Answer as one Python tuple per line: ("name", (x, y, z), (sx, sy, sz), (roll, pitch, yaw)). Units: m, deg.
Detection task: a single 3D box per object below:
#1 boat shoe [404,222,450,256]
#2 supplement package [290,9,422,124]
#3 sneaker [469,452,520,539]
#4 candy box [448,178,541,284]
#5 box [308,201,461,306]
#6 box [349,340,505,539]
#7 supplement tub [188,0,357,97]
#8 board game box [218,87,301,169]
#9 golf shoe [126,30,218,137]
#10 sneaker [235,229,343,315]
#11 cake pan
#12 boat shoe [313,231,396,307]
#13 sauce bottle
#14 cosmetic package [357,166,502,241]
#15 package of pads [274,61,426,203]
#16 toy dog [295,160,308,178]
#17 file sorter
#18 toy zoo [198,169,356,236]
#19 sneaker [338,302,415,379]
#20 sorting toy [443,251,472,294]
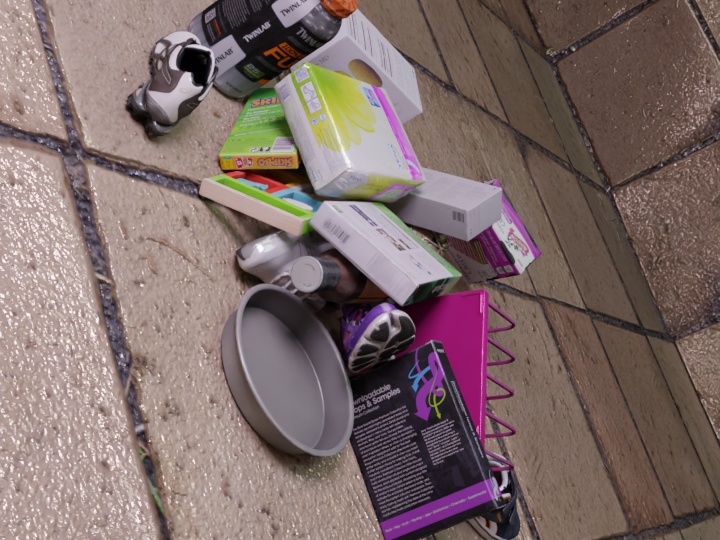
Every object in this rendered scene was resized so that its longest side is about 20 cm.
("boat shoe", (0.085, -0.039, 1.372), (0.072, 0.065, 0.200), (53, 26, -19))
("supplement package", (-0.009, -0.312, 1.581), (0.200, 0.114, 0.110), (37, 33, -40))
("sneaker", (0.178, 0.303, 1.356), (0.200, 0.079, 0.079), (43, 30, -39))
("candy box", (0.162, -0.051, 1.546), (0.061, 0.200, 0.137), (-40, 103, -30))
("box", (0.035, -0.024, 1.190), (0.144, 0.036, 0.200), (42, 17, 13))
("box", (0.064, 0.199, 1.160), (0.036, 0.143, 0.201), (10, 56, -63))
("supplement tub", (-0.110, -0.318, 1.284), (0.123, 0.200, 0.123), (43, 31, -34))
("board game box", (-0.109, -0.184, 1.280), (0.200, 0.095, 0.030), (-78, 165, -53))
("golf shoe", (-0.195, -0.229, 1.158), (0.078, 0.094, 0.200), (46, 27, -29))
("sneaker", (-0.071, 0.003, 1.190), (0.200, 0.074, 0.087), (13, 59, -58))
("cake pan", (-0.079, 0.112, 1.096), (0.200, 0.037, 0.201), (44, 30, -34))
("boat shoe", (0.000, 0.000, 1.333), (0.202, 0.072, 0.061), (63, 21, -16))
("sauce bottle", (-0.016, 0.006, 1.167), (0.200, 0.065, 0.065), (5, 60, -67))
("cosmetic package", (0.085, -0.098, 1.365), (0.082, 0.200, 0.051), (-34, 131, -39))
("package of pads", (-0.009, -0.162, 1.255), (0.200, 0.068, 0.155), (1, 63, -59))
("toy dog", (-0.039, -0.175, 1.410), (0.096, 0.132, 0.200), (30, 5, 28))
("file sorter", (0.118, 0.147, 1.265), (0.125, 0.139, 0.201), (33, 54, -50))
("toy zoo", (-0.088, -0.089, 1.211), (0.131, 0.021, 0.200), (23, 18, 14))
("sneaker", (0.003, 0.072, 1.176), (0.084, 0.080, 0.200), (66, -18, 11))
("sorting toy", (0.071, 0.004, 1.463), (0.200, 0.069, 0.199), (58, 25, -9))
